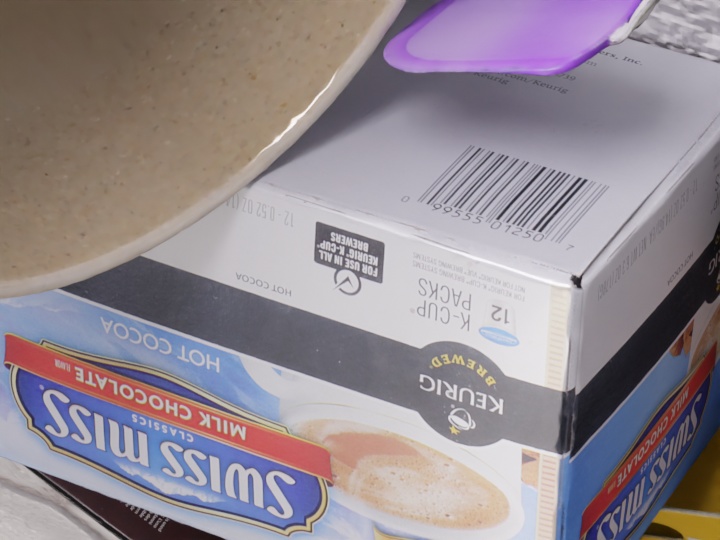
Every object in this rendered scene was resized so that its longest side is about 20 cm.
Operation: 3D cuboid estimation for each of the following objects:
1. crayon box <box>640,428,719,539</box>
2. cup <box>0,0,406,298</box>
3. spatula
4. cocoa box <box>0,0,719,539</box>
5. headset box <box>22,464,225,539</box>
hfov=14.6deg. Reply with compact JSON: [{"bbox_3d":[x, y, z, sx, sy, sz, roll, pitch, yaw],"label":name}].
[{"bbox_3d":[0.136,0.104,0.940,0.125,0.052,0.200,4,151,45],"label":"crayon box"},{"bbox_3d":[-0.090,-0.115,0.694,0.143,0.200,0.201,43,167,26],"label":"cup"},{"bbox_3d":[0.092,-0.076,0.699,0.199,0.057,0.021,-14,108,37],"label":"spatula"},{"bbox_3d":[0.000,0.000,0.832,0.199,0.133,0.132,18,126,23],"label":"cocoa box"},{"bbox_3d":[-0.053,0.080,1.049,0.200,0.077,0.149,38,174,-23],"label":"headset box"}]
